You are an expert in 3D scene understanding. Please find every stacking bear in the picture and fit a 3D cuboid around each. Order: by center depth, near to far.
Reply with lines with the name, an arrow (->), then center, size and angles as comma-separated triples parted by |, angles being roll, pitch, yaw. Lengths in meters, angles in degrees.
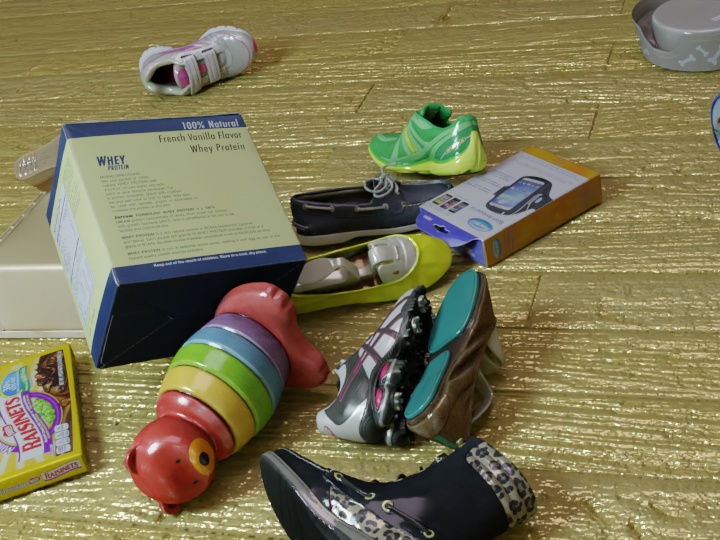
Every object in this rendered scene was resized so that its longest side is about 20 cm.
stacking bear -> -0.135, 0.123, 1.086 | 0.112, 0.122, 0.201 | -2, 39, 39

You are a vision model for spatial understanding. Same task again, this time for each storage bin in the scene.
storage bin -> -0.303, -0.018, 1.382 | 0.197, 0.095, 0.199 | -1, 32, 18

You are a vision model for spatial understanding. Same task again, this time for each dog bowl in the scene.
dog bowl -> 0.472, -0.334, 1.640 | 0.196, 0.059, 0.201 | -10, 32, 6

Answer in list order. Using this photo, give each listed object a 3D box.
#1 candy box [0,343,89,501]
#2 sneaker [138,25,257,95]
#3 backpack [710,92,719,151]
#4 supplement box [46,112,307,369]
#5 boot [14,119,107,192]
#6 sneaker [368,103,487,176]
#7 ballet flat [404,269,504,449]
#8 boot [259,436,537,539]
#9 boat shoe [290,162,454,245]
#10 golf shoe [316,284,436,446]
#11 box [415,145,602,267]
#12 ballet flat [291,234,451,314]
candy box -> -0.327, 0.148, 1.189 | 0.101, 0.027, 0.201 | -21, 32, -6
sneaker -> -0.254, -0.314, 1.859 | 0.197, 0.082, 0.089 | -16, 31, 11
backpack -> 0.460, -0.144, 1.238 | 0.154, 0.202, 0.189 | -44, 38, -22
supplement box -> -0.191, -0.035, 1.207 | 0.197, 0.135, 0.202 | -8, 55, -30
boot -> -0.315, -0.135, 1.510 | 0.197, 0.074, 0.166 | -8, -8, 30
sneaker -> 0.084, -0.158, 1.448 | 0.073, 0.085, 0.199 | -5, 9, -36
ballet flat -> 0.096, 0.086, 1.094 | 0.068, 0.072, 0.201 | -37, 19, 37
boot -> 0.027, 0.181, 0.966 | 0.153, 0.074, 0.203 | -28, 39, -29
boat shoe -> 0.016, -0.081, 1.395 | 0.196, 0.063, 0.075 | -10, 26, 2
golf shoe -> 0.020, 0.081, 1.125 | 0.087, 0.078, 0.201 | -7, 31, 23
box -> 0.160, -0.070, 1.351 | 0.198, 0.042, 0.119 | -30, 35, -22
ballet flat -> 0.000, 0.000, 1.259 | 0.197, 0.067, 0.068 | -14, 65, 2
